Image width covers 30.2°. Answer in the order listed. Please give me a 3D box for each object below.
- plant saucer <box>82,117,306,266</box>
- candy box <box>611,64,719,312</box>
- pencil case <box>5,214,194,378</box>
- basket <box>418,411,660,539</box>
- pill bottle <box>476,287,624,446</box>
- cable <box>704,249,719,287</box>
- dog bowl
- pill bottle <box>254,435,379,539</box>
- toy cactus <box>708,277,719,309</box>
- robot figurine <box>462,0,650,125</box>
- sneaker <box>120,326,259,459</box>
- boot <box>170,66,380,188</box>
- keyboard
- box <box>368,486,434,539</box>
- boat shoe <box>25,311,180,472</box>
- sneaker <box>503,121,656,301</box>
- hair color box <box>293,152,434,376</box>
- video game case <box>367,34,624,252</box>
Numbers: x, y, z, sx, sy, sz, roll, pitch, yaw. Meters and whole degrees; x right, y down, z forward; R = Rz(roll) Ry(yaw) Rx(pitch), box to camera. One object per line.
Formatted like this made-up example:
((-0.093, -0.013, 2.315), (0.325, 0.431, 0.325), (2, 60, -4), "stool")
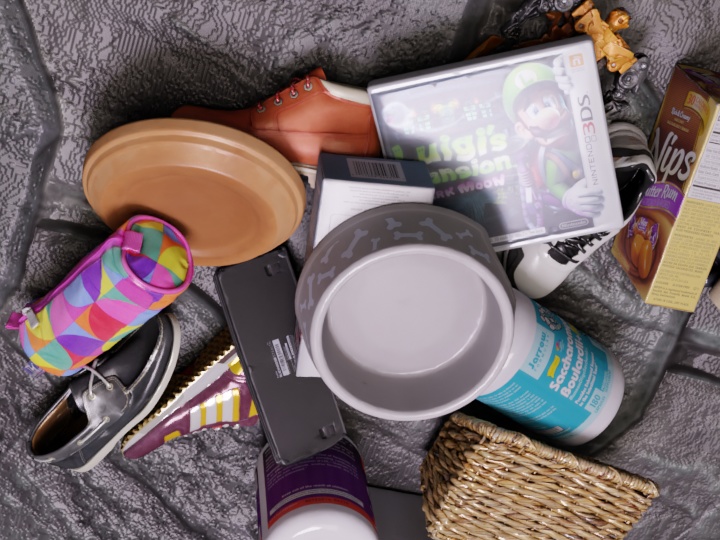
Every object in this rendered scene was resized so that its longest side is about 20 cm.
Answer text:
((-0.149, -0.060, 1.182), (0.200, 0.037, 0.200), (5, 148, 3), "plant saucer")
((0.302, -0.078, 1.241), (0.056, 0.117, 0.200), (11, 114, -12), "candy box")
((-0.236, 0.026, 1.208), (0.088, 0.088, 0.200), (39, 130, -22), "pencil case")
((0.177, 0.201, 1.343), (0.200, 0.143, 0.149), (20, 118, -12), "basket")
((0.154, 0.086, 1.290), (0.200, 0.111, 0.111), (30, 109, -31), "pill bottle")
((0.401, -0.065, 1.296), (0.163, 0.051, 0.200), (12, 114, -13), "cable")
((0.043, 0.044, 1.158), (0.200, 0.059, 0.200), (-2, 118, -3), "dog bowl")
((-0.046, 0.226, 1.301), (0.112, 0.200, 0.113), (-3, 117, -5), "pill bottle")
((0.406, -0.013, 1.261), (0.200, 0.102, 0.165), (25, 123, -33), "toy cactus")
((0.160, -0.172, 1.210), (0.200, 0.058, 0.145), (-40, 115, 13), "robot figurine")
((-0.147, 0.135, 1.314), (0.200, 0.075, 0.090), (-40, 109, 14), "sneaker")
((-0.075, -0.137, 1.198), (0.200, 0.075, 0.107), (9, 105, -15), "boot")
((-0.068, 0.079, 1.280), (0.104, 0.040, 0.200), (-18, 93, -19), "keyboard")
((0.063, 0.339, 1.371), (0.200, 0.199, 0.131), (13, 113, -13), "box")
((-0.246, 0.117, 1.287), (0.068, 0.072, 0.200), (25, 114, -44), "boat shoe")
((0.205, -0.047, 1.266), (0.074, 0.080, 0.200), (25, 112, -20), "sneaker")
((0.000, 0.000, 1.199), (0.099, 0.061, 0.200), (4, 117, -9), "hair color box")
((0.123, -0.103, 1.192), (0.200, 0.023, 0.182), (-11, 115, 10), "video game case")
